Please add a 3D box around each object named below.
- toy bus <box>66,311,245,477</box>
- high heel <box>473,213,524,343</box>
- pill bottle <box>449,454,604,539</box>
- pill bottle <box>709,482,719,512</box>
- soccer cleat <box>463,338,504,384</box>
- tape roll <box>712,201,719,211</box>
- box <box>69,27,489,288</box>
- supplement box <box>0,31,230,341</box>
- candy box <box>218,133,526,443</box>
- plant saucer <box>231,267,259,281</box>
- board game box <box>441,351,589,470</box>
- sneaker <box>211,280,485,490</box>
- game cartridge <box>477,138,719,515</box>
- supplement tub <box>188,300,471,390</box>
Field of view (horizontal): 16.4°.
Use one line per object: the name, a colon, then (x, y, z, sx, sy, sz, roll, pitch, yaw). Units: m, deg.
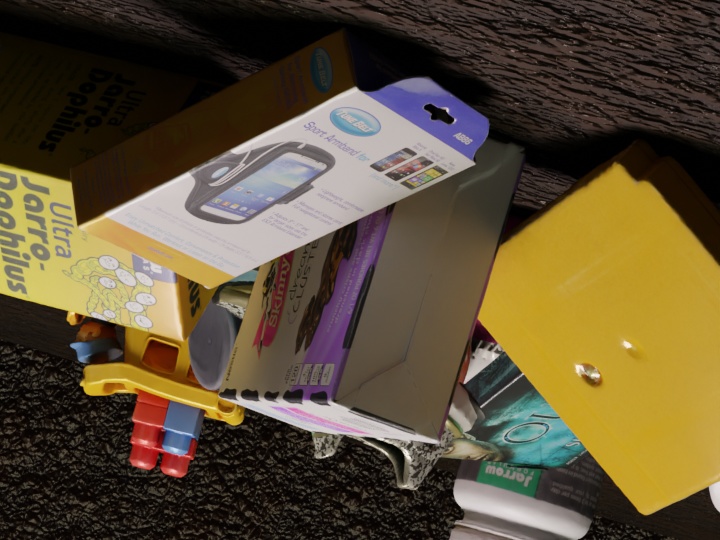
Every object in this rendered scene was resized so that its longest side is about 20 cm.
toy bus: (-0.173, 0.066, 2.082, 0.199, 0.193, 0.136, 17, 173, 3)
high heel: (0.106, 0.017, 1.617, 0.096, 0.068, 0.200, 24, 173, 28)
pill bottle: (0.137, 0.144, 1.948, 0.112, 0.201, 0.113, 16, 171, 2)
pill bottle: (0.367, 0.147, 1.835, 0.199, 0.112, 0.111, 12, 170, 28)
soccer cleat: (0.126, 0.052, 1.818, 0.199, 0.070, 0.086, -2, 173, 42)
tape roll: (0.226, 0.021, 1.417, 0.201, 0.071, 0.202, 16, 171, 3)
box: (-0.035, -0.058, 1.277, 0.199, 0.042, 0.119, -26, 151, 24)
supplement box: (-0.174, -0.054, 1.443, 0.199, 0.110, 0.109, 14, 137, 16)
candy box: (0.003, 0.006, 1.417, 0.071, 0.169, 0.200, 20, 171, -19)
plant saucer: (-0.114, -0.015, 1.662, 0.199, 0.028, 0.200, 14, 174, 1)
board game box: (0.144, 0.081, 1.719, 0.134, 0.028, 0.200, 7, 148, -31)
sneaker: (-0.017, 0.076, 1.623, 0.199, 0.089, 0.077, 31, 166, -11)
game cartridge: (0.154, 0.033, 1.327, 0.177, 0.032, 0.200, 50, 147, -2)
supplement tub: (-0.024, 0.053, 1.829, 0.199, 0.108, 0.107, 1, -179, -33)
